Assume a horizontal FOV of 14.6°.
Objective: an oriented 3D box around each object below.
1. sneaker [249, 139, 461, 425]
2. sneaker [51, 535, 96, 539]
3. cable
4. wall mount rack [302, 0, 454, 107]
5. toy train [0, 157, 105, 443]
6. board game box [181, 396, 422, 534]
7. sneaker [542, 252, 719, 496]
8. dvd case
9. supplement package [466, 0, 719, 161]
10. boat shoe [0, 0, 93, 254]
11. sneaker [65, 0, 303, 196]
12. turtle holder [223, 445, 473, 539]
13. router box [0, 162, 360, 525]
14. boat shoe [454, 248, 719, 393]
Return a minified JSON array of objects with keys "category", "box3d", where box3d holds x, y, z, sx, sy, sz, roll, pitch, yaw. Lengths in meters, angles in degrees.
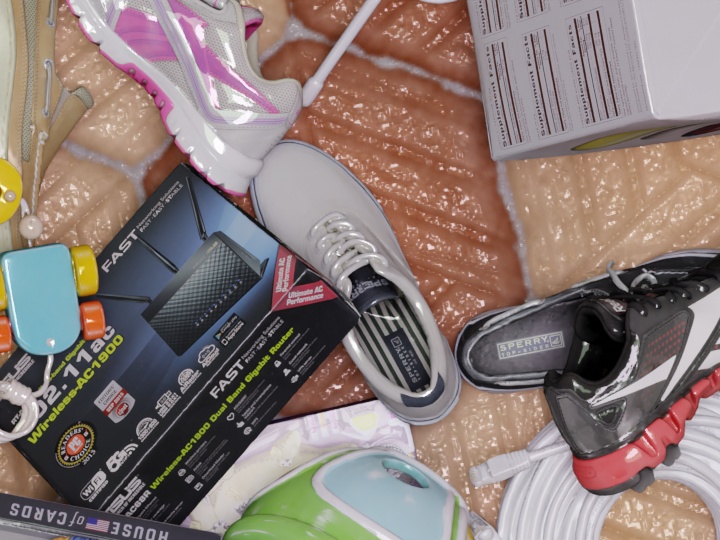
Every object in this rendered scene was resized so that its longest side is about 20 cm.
[{"category":"sneaker","box3d":[0.000,0.000,1.695,0.073,0.071,0.200,-34,79,-8]},{"category":"sneaker","box3d":[-0.092,0.213,1.539,0.200,0.075,0.088,10,55,4]},{"category":"cable","box3d":[0.180,0.167,1.706,0.200,0.069,0.200,-28,90,-3]},{"category":"wall mount rack","box3d":[-0.027,-0.208,1.713,0.200,0.075,0.174,38,84,0]},{"category":"toy train","box3d":[-0.246,-0.001,1.635,0.200,0.056,0.150,43,81,-14]},{"category":"board game box","box3d":[-0.058,0.154,1.720,0.200,0.032,0.120,-14,93,-2]},{"category":"sneaker","box3d":[0.181,0.035,1.643,0.200,0.071,0.098,-44,110,-19]},{"category":"dvd case","box3d":[-0.159,0.198,1.638,0.150,0.200,0.025,10,53,1]},{"category":"supplement package","box3d":[0.189,-0.154,1.623,0.191,0.200,0.147,-8,89,-24]},{"category":"boat shoe","box3d":[-0.199,-0.099,1.706,0.076,0.072,0.200,-1,90,-18]},{"category":"sneaker","box3d":[-0.107,-0.144,1.696,0.088,0.081,0.200,-40,91,5]},{"category":"turtle holder","box3d":[0.014,0.179,1.632,0.185,0.141,0.132,14,47,33]},{"category":"router box","box3d":[-0.117,0.052,1.661,0.200,0.150,0.062,-49,134,-3]},{"category":"boat shoe","box3d":[0.155,0.030,1.709,0.199,0.068,0.074,-9,89,-2]}]
